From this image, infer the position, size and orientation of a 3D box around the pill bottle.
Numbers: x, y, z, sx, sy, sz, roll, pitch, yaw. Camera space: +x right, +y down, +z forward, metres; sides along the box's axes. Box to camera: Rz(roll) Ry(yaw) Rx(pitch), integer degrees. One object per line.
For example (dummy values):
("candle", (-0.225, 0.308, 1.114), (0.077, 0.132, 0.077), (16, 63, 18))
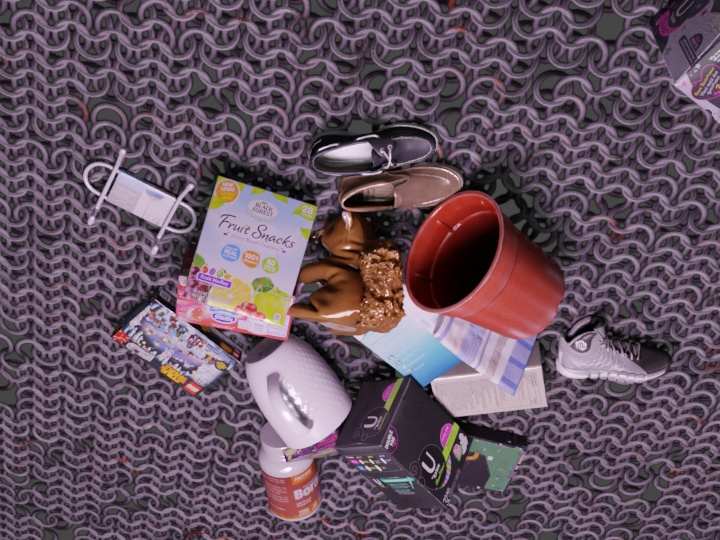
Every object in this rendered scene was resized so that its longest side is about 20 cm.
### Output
("pill bottle", (-0.139, 0.385, 1.872), (0.111, 0.113, 0.201), (-2, 127, 7))

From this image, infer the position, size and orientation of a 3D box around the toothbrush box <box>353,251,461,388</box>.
("toothbrush box", (0.088, 0.088, 1.646), (0.200, 0.086, 0.146), (37, 123, -22))

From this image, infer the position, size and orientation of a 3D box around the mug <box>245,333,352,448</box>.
("mug", (-0.121, 0.213, 1.689), (0.147, 0.200, 0.176), (-30, 109, 11))

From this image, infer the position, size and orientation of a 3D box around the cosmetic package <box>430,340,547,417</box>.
("cosmetic package", (0.230, 0.197, 1.723), (0.198, 0.073, 0.104), (-8, 126, 10))

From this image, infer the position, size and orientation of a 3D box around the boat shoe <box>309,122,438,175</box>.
("boat shoe", (0.020, -0.178, 1.467), (0.198, 0.061, 0.076), (-6, 126, 10))

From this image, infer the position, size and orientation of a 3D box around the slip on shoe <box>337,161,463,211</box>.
("slip on shoe", (0.062, -0.125, 1.503), (0.198, 0.061, 0.077), (1, 127, 4))

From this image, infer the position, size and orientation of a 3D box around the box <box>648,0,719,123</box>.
("box", (0.472, -0.299, 1.250), (0.114, 0.201, 0.132), (33, 123, -17))

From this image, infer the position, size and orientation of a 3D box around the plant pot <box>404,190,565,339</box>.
("plant pot", (0.207, 0.007, 1.507), (0.194, 0.202, 0.200), (28, 126, -35))

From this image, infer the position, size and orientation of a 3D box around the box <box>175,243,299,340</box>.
("box", (-0.207, 0.036, 1.626), (0.198, 0.096, 0.100), (10, 126, -3))

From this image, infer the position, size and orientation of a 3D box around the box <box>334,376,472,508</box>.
("box", (0.079, 0.309, 1.705), (0.124, 0.149, 0.200), (-13, 129, 45))

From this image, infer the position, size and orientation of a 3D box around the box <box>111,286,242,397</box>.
("box", (-0.333, 0.134, 1.746), (0.200, 0.040, 0.137), (40, 121, -23))

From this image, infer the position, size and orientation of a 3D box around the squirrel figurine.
("squirrel figurine", (0.000, 0.000, 1.526), (0.199, 0.188, 0.141), (0, 164, 40))

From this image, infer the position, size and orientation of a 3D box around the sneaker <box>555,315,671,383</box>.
("sneaker", (0.438, 0.130, 1.657), (0.198, 0.075, 0.116), (-3, 124, 8))

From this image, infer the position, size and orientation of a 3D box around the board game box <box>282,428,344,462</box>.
("board game box", (-0.046, 0.322, 1.791), (0.119, 0.033, 0.200), (-30, 162, 21))

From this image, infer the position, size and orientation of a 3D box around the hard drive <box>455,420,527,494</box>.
("hard drive", (0.210, 0.360, 1.870), (0.198, 0.038, 0.141), (14, 127, -5))

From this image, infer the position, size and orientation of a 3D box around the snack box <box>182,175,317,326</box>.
("snack box", (-0.175, -0.030, 1.527), (0.167, 0.068, 0.202), (16, 88, -7))

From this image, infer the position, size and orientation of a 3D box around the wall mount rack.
("wall mount rack", (-0.348, -0.120, 1.535), (0.199, 0.075, 0.174), (26, 125, -15))

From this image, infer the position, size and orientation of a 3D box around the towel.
("towel", (0.216, 0.100, 1.617), (0.200, 0.148, 0.024), (37, 154, -23))
